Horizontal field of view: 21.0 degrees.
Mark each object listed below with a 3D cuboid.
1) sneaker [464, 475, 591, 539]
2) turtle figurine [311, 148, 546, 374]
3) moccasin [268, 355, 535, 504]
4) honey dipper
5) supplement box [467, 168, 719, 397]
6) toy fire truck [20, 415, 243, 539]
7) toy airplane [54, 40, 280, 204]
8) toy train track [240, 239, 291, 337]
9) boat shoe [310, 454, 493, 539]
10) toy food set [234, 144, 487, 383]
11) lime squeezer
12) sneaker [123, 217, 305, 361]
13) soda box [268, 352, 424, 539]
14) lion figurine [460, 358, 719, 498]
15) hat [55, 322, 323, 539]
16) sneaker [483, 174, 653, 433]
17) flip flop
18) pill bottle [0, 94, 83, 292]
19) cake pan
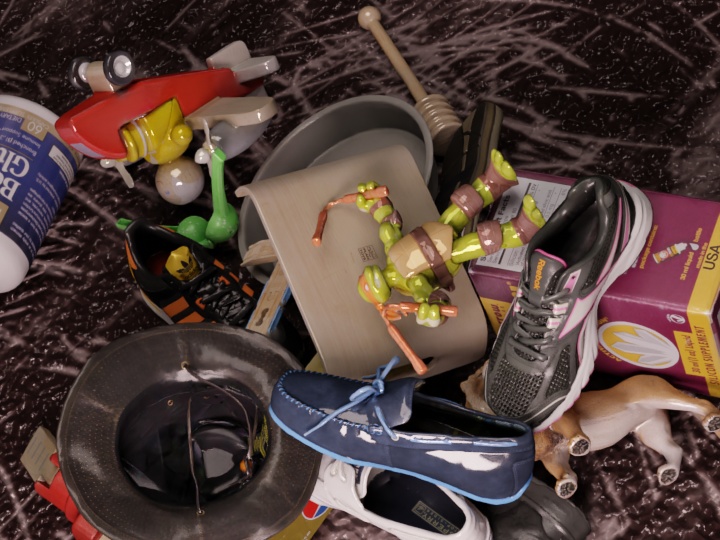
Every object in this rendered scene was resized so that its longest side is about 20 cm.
[{"bbox_3d":[0.094,0.197,1.473,0.199,0.060,0.104,30,67,31],"label":"sneaker"},{"bbox_3d":[0.061,-0.010,1.471,0.161,0.065,0.200,-31,44,1],"label":"turtle figurine"},{"bbox_3d":[0.034,0.103,1.414,0.198,0.069,0.081,15,37,3],"label":"moccasin"},{"bbox_3d":[0.043,-0.180,1.773,0.038,0.038,0.201,-27,49,0],"label":"honey dipper"},{"bbox_3d":[0.202,0.010,1.521,0.199,0.131,0.104,10,62,27],"label":"supplement box"},{"bbox_3d":[-0.194,0.145,1.590,0.199,0.129,0.176,29,69,23],"label":"toy fire truck"},{"bbox_3d":[-0.159,-0.132,1.755,0.197,0.200,0.142,-6,95,6],"label":"toy airplane"},{"bbox_3d":[-0.070,0.001,1.592,0.114,0.033,0.201,-10,41,33],"label":"toy train track"},{"bbox_3d":[0.012,0.153,1.453,0.199,0.065,0.074,23,69,27],"label":"boat shoe"},{"bbox_3d":[0.000,0.000,1.550,0.143,0.060,0.201,-16,68,-22],"label":"toy food set"},{"bbox_3d":[-0.150,-0.045,1.713,0.200,0.070,0.038,-27,37,54],"label":"lime squeezer"},{"bbox_3d":[-0.133,0.024,1.656,0.200,0.090,0.070,34,72,35],"label":"sneaker"},{"bbox_3d":[-0.035,0.136,1.556,0.064,0.068,0.200,25,68,31],"label":"soda box"},{"bbox_3d":[0.183,0.112,1.490,0.198,0.073,0.123,0,26,-17],"label":"lion figurine"},{"bbox_3d":[-0.128,0.134,1.465,0.199,0.081,0.202,3,68,-7],"label":"hat"},{"bbox_3d":[0.137,0.016,1.417,0.080,0.086,0.201,20,86,29],"label":"sneaker"},{"bbox_3d":[0.094,-0.051,1.647,0.081,0.057,0.201,-30,36,50],"label":"flip flop"},{"bbox_3d":[-0.339,-0.050,1.769,0.110,0.111,0.201,8,59,24],"label":"pill bottle"},{"bbox_3d":[-0.015,-0.060,1.678,0.199,0.037,0.201,-21,47,25],"label":"cake pan"}]
